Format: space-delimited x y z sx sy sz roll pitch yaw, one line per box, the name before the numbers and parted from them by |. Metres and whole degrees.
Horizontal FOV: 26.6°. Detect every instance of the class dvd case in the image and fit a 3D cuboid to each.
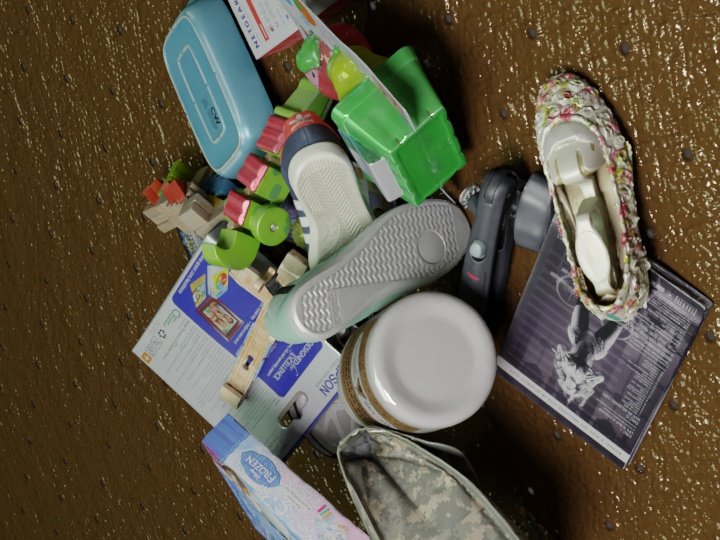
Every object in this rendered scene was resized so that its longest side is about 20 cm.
dvd case | 0.198 0.057 1.279 0.148 0.016 0.202 37 135 21

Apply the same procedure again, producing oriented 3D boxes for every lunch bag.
lunch bag | 0.068 0.227 1.334 0.200 0.117 0.164 46 173 27

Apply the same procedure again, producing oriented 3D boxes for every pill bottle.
pill bottle | 0.040 0.090 1.353 0.115 0.113 0.200 60 164 3

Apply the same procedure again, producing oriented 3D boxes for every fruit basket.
fruit basket | -0.004 -0.151 1.300 0.200 0.094 0.185 41 173 25

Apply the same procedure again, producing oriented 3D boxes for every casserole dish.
casserole dish | -0.144 -0.179 1.516 0.121 0.038 0.202 -40 72 57

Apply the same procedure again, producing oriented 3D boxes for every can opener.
can opener | 0.112 -0.008 1.314 0.078 0.063 0.202 40 137 26

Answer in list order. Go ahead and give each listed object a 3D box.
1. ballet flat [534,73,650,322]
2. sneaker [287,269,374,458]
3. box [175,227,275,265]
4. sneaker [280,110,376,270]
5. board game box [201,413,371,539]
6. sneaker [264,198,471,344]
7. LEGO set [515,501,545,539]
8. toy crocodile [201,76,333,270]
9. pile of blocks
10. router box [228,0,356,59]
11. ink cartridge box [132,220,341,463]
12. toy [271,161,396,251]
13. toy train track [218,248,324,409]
ballet flat | 0.180 -0.057 1.184 0.075 0.064 0.203 -18 89 27
sneaker | -0.028 0.093 1.531 0.115 0.075 0.203 -11 100 54
box | -0.127 0.021 1.639 0.109 0.035 0.202 -13 101 52
sneaker | -0.028 -0.063 1.377 0.201 0.074 0.085 79 171 -50
board game box | -0.051 0.253 1.472 0.198 0.043 0.201 35 161 31
sneaker | 0.000 0.000 1.358 0.074 0.199 0.118 62 156 -5
LEGO set | 0.118 0.286 1.477 0.199 0.115 0.156 29 102 32
toy crocodile | -0.086 -0.091 1.431 0.067 0.061 0.202 30 92 49
pile of blocks | -0.176 -0.083 1.571 0.062 0.083 0.199 40 169 -25
router box | -0.076 -0.317 1.365 0.179 0.049 0.202 -22 93 53
ink cartridge box | -0.113 0.082 1.529 0.199 0.047 0.198 40 128 2
toy | -0.042 -0.056 1.481 0.199 0.047 0.117 19 123 42
toy train track | -0.098 0.064 1.463 0.114 0.033 0.201 34 128 9
